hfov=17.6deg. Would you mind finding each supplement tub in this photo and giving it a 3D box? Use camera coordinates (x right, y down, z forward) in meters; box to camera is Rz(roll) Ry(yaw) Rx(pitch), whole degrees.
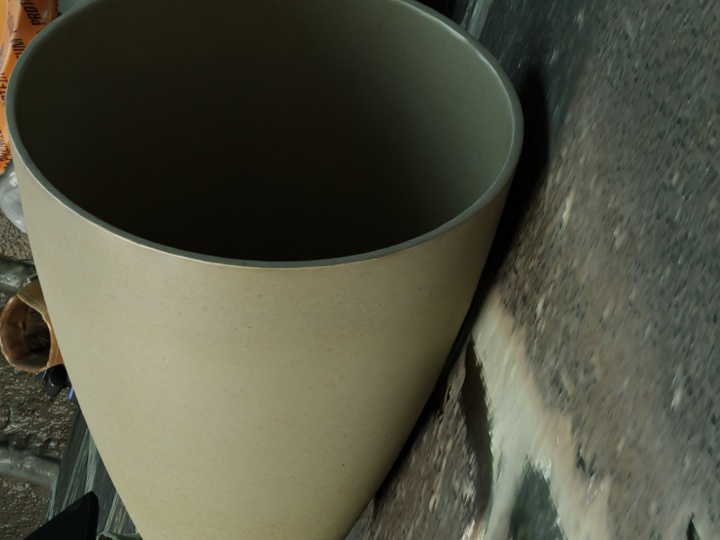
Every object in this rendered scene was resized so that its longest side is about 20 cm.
[{"bbox_3d":[-0.073,-0.055,1.005,0.123,0.199,0.123,-47,32,43],"label":"supplement tub"}]

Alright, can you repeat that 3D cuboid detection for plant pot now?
[{"bbox_3d":[-0.042,0.018,0.892,0.188,0.186,0.201,-85,1,-52],"label":"plant pot"}]

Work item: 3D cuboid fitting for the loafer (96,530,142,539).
[{"bbox_3d":[-0.142,0.208,1.424,0.200,0.068,0.076,-138,62,-82],"label":"loafer"}]

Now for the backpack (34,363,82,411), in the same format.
[{"bbox_3d":[-0.113,-0.019,1.446,0.200,0.134,0.184,-93,21,-63],"label":"backpack"}]

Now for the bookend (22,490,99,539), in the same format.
[{"bbox_3d":[-0.169,0.267,1.286,0.198,0.200,0.092,-35,16,7],"label":"bookend"}]

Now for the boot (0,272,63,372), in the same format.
[{"bbox_3d":[-0.102,-0.008,1.224,0.200,0.154,0.077,-29,82,60],"label":"boot"}]
